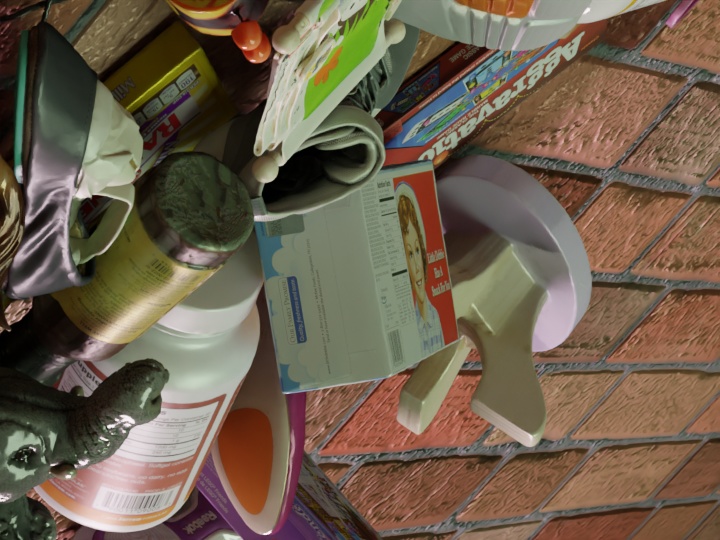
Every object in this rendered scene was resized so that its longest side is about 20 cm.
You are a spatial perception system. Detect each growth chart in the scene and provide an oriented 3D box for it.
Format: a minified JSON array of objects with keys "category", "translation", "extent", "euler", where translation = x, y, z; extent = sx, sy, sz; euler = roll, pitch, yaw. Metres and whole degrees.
[{"category":"growth chart","translation":[-0.006,-0.122,1.433],"extent":[0.145,0.018,0.200],"euler":[-50,172,-20]}]

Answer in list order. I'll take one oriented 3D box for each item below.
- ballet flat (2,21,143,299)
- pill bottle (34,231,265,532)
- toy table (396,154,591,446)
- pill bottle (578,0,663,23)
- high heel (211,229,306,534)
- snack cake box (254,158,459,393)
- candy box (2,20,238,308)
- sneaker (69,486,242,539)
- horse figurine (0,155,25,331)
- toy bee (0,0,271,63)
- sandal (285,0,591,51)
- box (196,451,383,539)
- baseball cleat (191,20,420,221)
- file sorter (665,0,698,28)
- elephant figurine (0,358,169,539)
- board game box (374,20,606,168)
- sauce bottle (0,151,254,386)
[{"category":"ballet flat","translation":[-0.142,-0.051,1.426],"extent":[0.073,0.073,0.200],"euler":[-30,157,-28]},{"category":"pill bottle","translation":[-0.123,0.052,1.677],"extent":[0.112,0.112,0.200],"euler":[-25,154,-38]},{"category":"toy table","translation":[0.069,0.025,1.905],"extent":[0.117,0.183,0.200],"euler":[-50,152,-24]},{"category":"pill bottle","translation":[0.148,-0.201,1.669],"extent":[0.199,0.104,0.104],"euler":[-20,150,-45]},{"category":"high heel","translation":[-0.044,0.056,1.762],"extent":[0.067,0.201,0.096],"euler":[-8,179,37]},{"category":"snack cake box","translation":[0.000,0.000,1.688],"extent":[0.067,0.116,0.200],"euler":[-10,-178,14]},{"category":"candy box","translation":[-0.156,-0.045,1.547],"extent":[0.200,0.026,0.102],"euler":[-40,163,-4]},{"category":"sneaker","translation":[-0.140,0.208,2.011],"extent":[0.200,0.075,0.100],"euler":[-16,147,-49]},{"category":"horse figurine","translation":[-0.222,-0.045,1.342],"extent":[0.133,0.050,0.200],"euler":[-48,133,11]},{"category":"toy bee","translation":[-0.060,-0.155,1.381],"extent":[0.200,0.109,0.131],"euler":[-49,160,19]},{"category":"sandal","translation":[0.031,-0.173,1.542],"extent":[0.206,0.059,0.079],"euler":[10,140,-25]},{"category":"box","translation":[-0.045,0.159,1.906],"extent":[0.039,0.200,0.137],"euler":[-46,159,10]},{"category":"baseball cleat","translation":[-0.008,-0.084,1.579],"extent":[0.200,0.106,0.070],"euler":[-48,127,-32]},{"category":"file sorter","translation":[0.125,-0.233,1.381],"extent":[0.139,0.200,0.125],"euler":[-51,176,26]},{"category":"elephant figurine","translation":[-0.212,0.096,1.564],"extent":[0.155,0.142,0.200],"euler":[-26,152,-31]},{"category":"board game box","translation":[0.074,-0.117,1.827],"extent":[0.200,0.019,0.103],"euler":[-38,160,-11]},{"category":"sauce bottle","translation":[-0.134,0.008,1.548],"extent":[0.065,0.065,0.200],"euler":[-19,166,-46]}]
